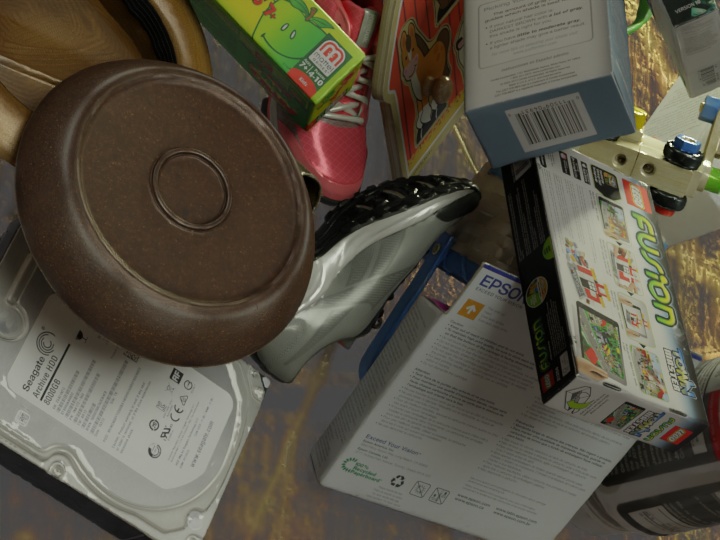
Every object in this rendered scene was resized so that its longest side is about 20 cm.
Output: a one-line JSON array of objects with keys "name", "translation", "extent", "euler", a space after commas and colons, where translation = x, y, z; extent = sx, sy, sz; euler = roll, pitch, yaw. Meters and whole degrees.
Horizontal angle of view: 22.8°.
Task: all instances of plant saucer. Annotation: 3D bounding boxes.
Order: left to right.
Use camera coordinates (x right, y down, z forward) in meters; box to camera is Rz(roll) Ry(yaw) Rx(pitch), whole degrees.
[{"name": "plant saucer", "translation": [-0.106, -0.042, 1.065], "extent": [0.199, 0.034, 0.202], "euler": [15, 61, -29]}]

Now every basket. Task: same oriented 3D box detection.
[{"name": "basket", "translation": [0.110, 0.029, 1.269], "extent": [0.176, 0.139, 0.201], "euler": [26, 96, -26]}]

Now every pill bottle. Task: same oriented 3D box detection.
[{"name": "pill bottle", "translation": [0.234, 0.128, 1.278], "extent": [0.113, 0.200, 0.115], "euler": [12, 69, -33]}]

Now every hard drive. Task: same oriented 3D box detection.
[{"name": "hard drive", "translation": [-0.162, 0.076, 1.111], "extent": [0.200, 0.038, 0.140], "euler": [37, 58, -21]}]

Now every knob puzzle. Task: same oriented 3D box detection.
[{"name": "knob puzzle", "translation": [0.068, -0.184, 1.281], "extent": [0.220, 0.030, 0.221], "euler": [-43, 143, -46]}]

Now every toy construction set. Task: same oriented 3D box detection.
[{"name": "toy construction set", "translation": [0.202, -0.102, 1.323], "extent": [0.131, 0.198, 0.093], "euler": [-59, 153, -70]}]

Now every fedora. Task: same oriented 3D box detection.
[{"name": "fedora", "translation": [-0.192, -0.131, 1.122], "extent": [0.199, 0.082, 0.202], "euler": [11, 69, -30]}]

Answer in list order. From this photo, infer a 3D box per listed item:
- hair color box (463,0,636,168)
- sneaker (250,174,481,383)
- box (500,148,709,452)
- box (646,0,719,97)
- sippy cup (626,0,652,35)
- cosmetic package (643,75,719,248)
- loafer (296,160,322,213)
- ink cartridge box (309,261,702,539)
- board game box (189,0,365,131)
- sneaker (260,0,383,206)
[{"name": "hair color box", "translation": [0.122, -0.170, 1.177], "extent": [0.061, 0.098, 0.201], "euler": [57, 27, -46]}, {"name": "sneaker", "translation": [0.000, 0.000, 1.214], "extent": [0.200, 0.074, 0.080], "euler": [-34, 111, -13]}, {"name": "box", "translation": [0.152, 0.011, 1.134], "extent": [0.110, 0.035, 0.201], "euler": [22, 43, -29]}, {"name": "box", "translation": [0.202, -0.234, 1.246], "extent": [0.144, 0.036, 0.201], "euler": [43, 24, -71]}, {"name": "sippy cup", "translation": [0.156, -0.269, 1.395], "extent": [0.130, 0.140, 0.178], "euler": [-29, 58, -27]}, {"name": "cosmetic package", "translation": [0.289, -0.112, 1.454], "extent": [0.071, 0.101, 0.200], "euler": [49, 55, -15]}, {"name": "loafer", "translation": [-0.086, -0.031, 1.139], "extent": [0.200, 0.067, 0.077], "euler": [-52, 145, -51]}, {"name": "ink cartridge box", "translation": [0.098, 0.091, 1.207], "extent": [0.195, 0.200, 0.043], "euler": [23, 25, -29]}, {"name": "board game box", "translation": [-0.086, -0.186, 1.170], "extent": [0.048, 0.102, 0.200], "euler": [-44, 90, -7]}, {"name": "sneaker", "translation": [-0.020, -0.147, 1.249], "extent": [0.073, 0.087, 0.202], "euler": [6, 73, -33]}]
